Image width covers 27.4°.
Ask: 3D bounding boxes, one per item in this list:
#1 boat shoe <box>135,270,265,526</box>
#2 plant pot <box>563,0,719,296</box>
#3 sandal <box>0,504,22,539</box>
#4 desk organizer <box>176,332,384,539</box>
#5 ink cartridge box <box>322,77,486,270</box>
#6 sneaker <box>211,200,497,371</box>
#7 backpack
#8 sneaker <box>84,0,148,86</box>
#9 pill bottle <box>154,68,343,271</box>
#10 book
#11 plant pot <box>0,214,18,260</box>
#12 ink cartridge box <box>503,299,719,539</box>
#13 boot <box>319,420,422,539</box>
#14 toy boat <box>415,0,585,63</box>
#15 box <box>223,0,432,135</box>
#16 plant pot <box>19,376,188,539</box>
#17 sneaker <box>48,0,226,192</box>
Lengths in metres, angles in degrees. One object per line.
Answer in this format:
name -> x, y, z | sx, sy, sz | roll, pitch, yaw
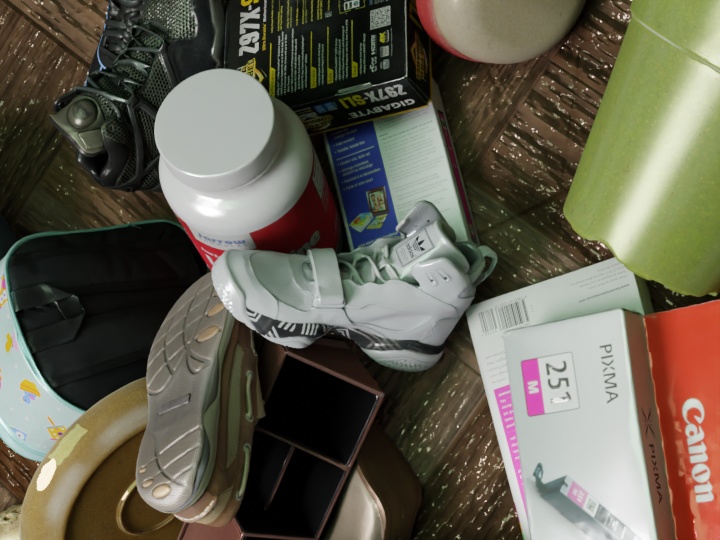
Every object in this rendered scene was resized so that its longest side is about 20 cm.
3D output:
boat shoe -> -0.105, 0.089, 1.035 | 0.076, 0.072, 0.201 | -19, 46, 34
plant pot -> 0.232, -0.091, 0.988 | 0.200, 0.200, 0.191 | 35, 111, 23
sandal -> -0.267, 0.225, 1.223 | 0.211, 0.078, 0.070 | 13, 68, 19
desk organizer -> -0.061, 0.147, 1.087 | 0.077, 0.071, 0.201 | 50, 122, 52
ink cartridge box -> 0.026, -0.081, 1.143 | 0.094, 0.037, 0.201 | -19, 78, 20
sneaker -> 0.000, 0.000, 1.043 | 0.115, 0.199, 0.075 | -51, 37, 31
backpack -> -0.207, 0.059, 1.137 | 0.153, 0.200, 0.176 | -32, 73, 32
sneaker -> -0.187, -0.218, 1.230 | 0.070, 0.078, 0.201 | 27, 94, 24
pill bottle -> -0.082, -0.060, 1.085 | 0.112, 0.200, 0.113 | -4, 66, 9
book -> 0.160, 0.103, 1.055 | 0.133, 0.048, 0.201 | -19, 75, 23
plant pot -> -0.353, 0.017, 1.233 | 0.199, 0.135, 0.201 | -9, 72, 31
ink cartridge box -> 0.192, 0.124, 0.986 | 0.173, 0.043, 0.201 | -14, 77, 31
boot -> -0.012, 0.215, 1.107 | 0.146, 0.070, 0.200 | -45, 57, 24
toy boat -> 0.103, -0.255, 1.101 | 0.131, 0.130, 0.201 | 24, 93, 55
box -> -0.026, -0.206, 1.148 | 0.159, 0.049, 0.201 | -13, 63, 25
plant pot -> -0.158, 0.164, 1.100 | 0.027, 0.200, 0.200 | 40, 100, 37
sneaker -> -0.175, -0.152, 1.169 | 0.076, 0.114, 0.200 | 34, 115, 30
